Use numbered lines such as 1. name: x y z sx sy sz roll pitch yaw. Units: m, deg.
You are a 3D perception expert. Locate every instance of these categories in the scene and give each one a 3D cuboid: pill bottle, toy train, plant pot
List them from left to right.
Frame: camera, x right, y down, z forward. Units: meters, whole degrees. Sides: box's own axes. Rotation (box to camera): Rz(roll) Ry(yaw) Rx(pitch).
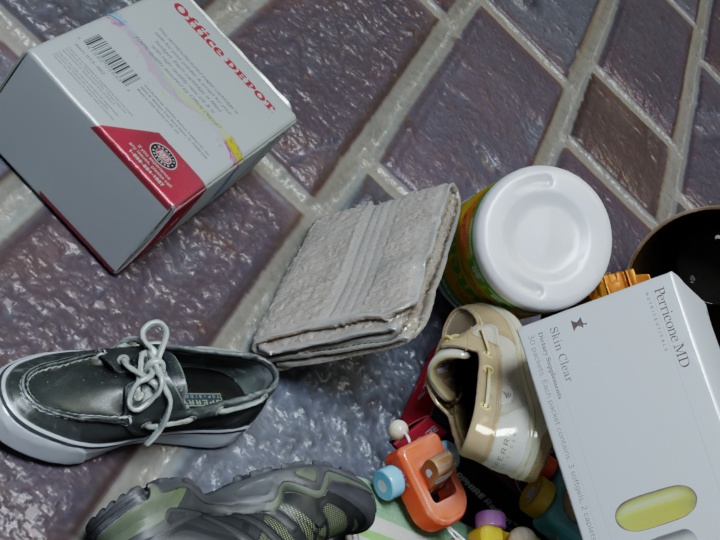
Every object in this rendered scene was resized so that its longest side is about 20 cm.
1. pill bottle: 0.121 -0.014 1.045 0.109 0.200 0.113 1 83 -11
2. toy train: 0.112 0.157 0.915 0.198 0.056 0.152 -13 74 -38
3. plant pot: 0.383 0.011 1.363 0.187 0.187 0.200 49 19 2

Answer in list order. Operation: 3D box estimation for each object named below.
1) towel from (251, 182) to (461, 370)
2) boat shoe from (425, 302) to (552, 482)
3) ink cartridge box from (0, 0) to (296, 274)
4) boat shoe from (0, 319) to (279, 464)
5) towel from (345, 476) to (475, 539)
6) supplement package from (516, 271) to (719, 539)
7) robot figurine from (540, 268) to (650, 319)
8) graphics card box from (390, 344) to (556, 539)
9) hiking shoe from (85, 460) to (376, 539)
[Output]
1. towel: 0.000 0.000 0.958 0.201 0.131 0.035 -69 141 -55
2. boat shoe: 0.082 0.075 0.911 0.068 0.075 0.200 14 20 -15
3. ink cartridge box: -0.156 -0.109 0.928 0.146 0.083 0.200 46 33 -2
4. boat shoe: -0.134 0.074 0.779 0.198 0.068 0.074 12 47 -42
5. towel: 0.046 0.247 0.853 0.152 0.023 0.201 29 36 -28
6. supplement package: 0.203 0.123 0.844 0.155 0.110 0.202 22 48 -65
7. robot figurine: 0.201 0.076 1.062 0.057 0.200 0.147 -11 75 -9
8. graphics card box: 0.125 0.153 1.012 0.200 0.051 0.126 44 34 -8
9. hiking shoe: -0.068 0.176 0.761 0.198 0.076 0.102 0 64 -38
